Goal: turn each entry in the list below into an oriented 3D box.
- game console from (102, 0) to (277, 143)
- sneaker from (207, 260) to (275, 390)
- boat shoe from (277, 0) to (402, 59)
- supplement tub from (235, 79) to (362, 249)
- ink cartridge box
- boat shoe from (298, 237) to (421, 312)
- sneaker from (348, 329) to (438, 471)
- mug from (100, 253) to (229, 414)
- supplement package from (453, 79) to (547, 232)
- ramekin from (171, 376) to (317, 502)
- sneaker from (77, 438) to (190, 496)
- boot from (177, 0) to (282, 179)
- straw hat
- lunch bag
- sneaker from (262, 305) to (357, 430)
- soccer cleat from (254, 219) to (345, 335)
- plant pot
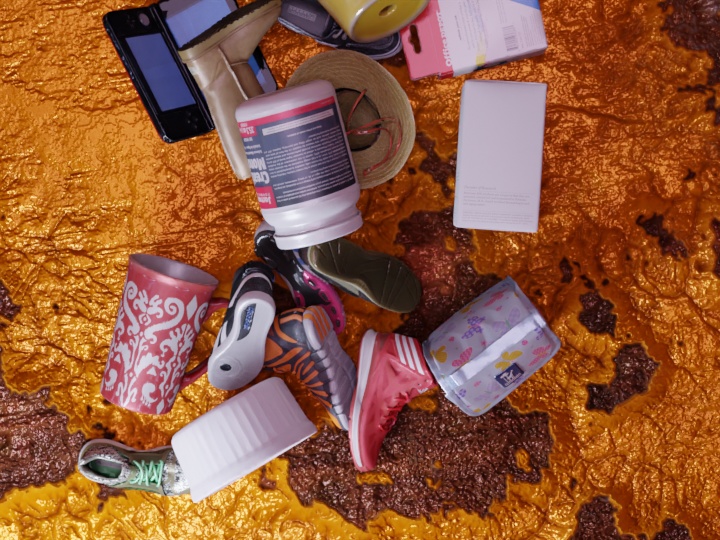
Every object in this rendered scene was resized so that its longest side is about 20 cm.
[{"bbox_3d":[-0.239,-0.303,1.731,0.118,0.172,0.202,-27,91,30],"label":"game console"},{"bbox_3d":[-0.161,0.070,1.730,0.072,0.113,0.201,15,132,-15],"label":"sneaker"},{"bbox_3d":[-0.034,-0.350,1.735,0.197,0.068,0.073,21,102,3],"label":"boat shoe"},{"bbox_3d":[-0.079,-0.143,1.649,0.138,0.140,0.203,-14,101,3],"label":"supplement tub"},{"bbox_3d":[0.154,-0.342,1.730,0.197,0.067,0.118,-13,92,3],"label":"ink cartridge box"},{"bbox_3d":[-0.001,0.001,1.737,0.199,0.066,0.073,25,84,-33],"label":"boat shoe"},{"bbox_3d":[0.049,0.189,1.748,0.114,0.078,0.203,4,92,15],"label":"sneaker"},{"bbox_3d":[-0.273,0.099,1.746,0.175,0.133,0.203,19,97,3],"label":"mug"},{"bbox_3d":[0.193,-0.159,1.714,0.115,0.117,0.203,3,94,3],"label":"supplement package"},{"bbox_3d":[-0.168,0.233,1.717,0.199,0.200,0.099,-31,83,4],"label":"ramekin"},{"bbox_3d":[-0.321,0.293,1.776,0.197,0.089,0.078,5,93,2],"label":"sneaker"},{"bbox_3d":[-0.147,-0.259,1.719,0.174,0.066,0.202,-34,116,-13],"label":"boot"},{"bbox_3d":[-0.011,-0.215,1.732,0.198,0.085,0.204,4,106,14],"label":"straw hat"},{"bbox_3d":[0.179,0.107,1.687,0.169,0.200,0.128,-38,91,3],"label":"lunch bag"},{"bbox_3d":[-0.075,0.143,1.771,0.111,0.078,0.202,-11,111,28],"label":"sneaker"},{"bbox_3d":[-0.077,0.001,1.762,0.069,0.087,0.201,-22,115,29],"label":"soccer cleat"},{"bbox_3d":[-0.002,-0.420,1.648,0.199,0.201,0.191,-28,76,4],"label":"plant pot"}]
